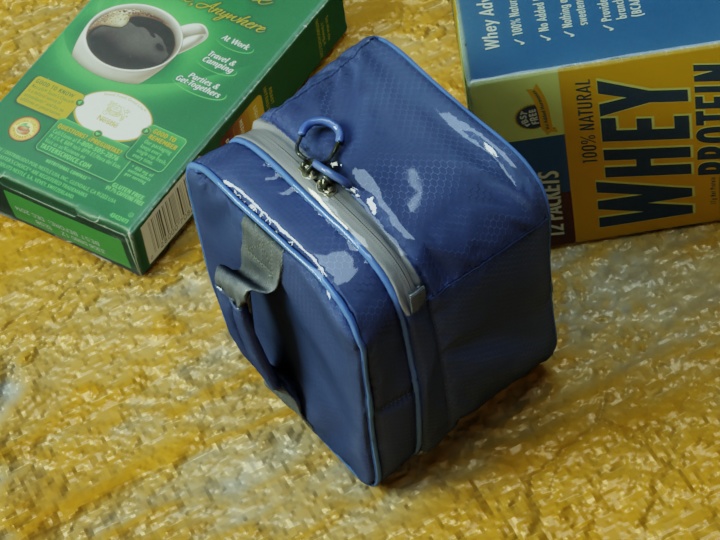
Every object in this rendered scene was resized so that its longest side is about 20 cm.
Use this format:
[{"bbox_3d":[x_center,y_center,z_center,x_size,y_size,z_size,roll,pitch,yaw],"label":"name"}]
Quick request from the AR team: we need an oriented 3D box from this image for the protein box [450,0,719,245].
[{"bbox_3d":[0.147,-0.138,1.293,0.200,0.135,0.199,-9,52,3],"label":"protein box"}]

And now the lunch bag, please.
[{"bbox_3d":[0.000,0.000,1.171,0.132,0.200,0.136,-38,61,-16],"label":"lunch bag"}]

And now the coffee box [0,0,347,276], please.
[{"bbox_3d":[-0.109,-0.098,1.365,0.123,0.044,0.200,23,60,24],"label":"coffee box"}]
